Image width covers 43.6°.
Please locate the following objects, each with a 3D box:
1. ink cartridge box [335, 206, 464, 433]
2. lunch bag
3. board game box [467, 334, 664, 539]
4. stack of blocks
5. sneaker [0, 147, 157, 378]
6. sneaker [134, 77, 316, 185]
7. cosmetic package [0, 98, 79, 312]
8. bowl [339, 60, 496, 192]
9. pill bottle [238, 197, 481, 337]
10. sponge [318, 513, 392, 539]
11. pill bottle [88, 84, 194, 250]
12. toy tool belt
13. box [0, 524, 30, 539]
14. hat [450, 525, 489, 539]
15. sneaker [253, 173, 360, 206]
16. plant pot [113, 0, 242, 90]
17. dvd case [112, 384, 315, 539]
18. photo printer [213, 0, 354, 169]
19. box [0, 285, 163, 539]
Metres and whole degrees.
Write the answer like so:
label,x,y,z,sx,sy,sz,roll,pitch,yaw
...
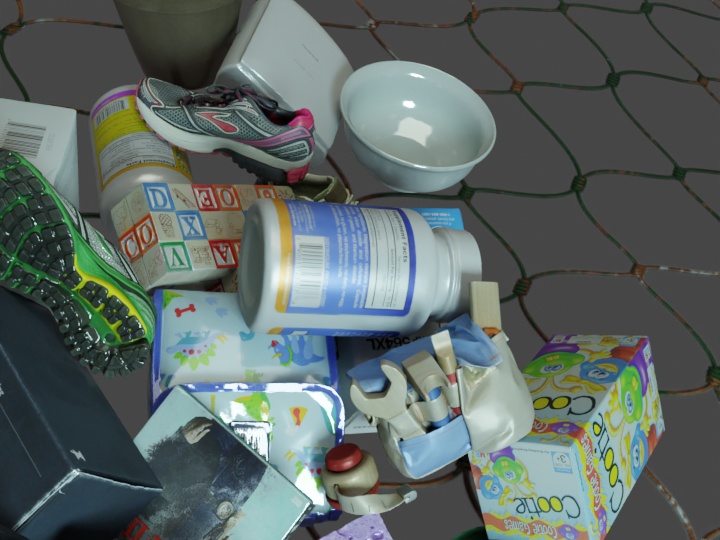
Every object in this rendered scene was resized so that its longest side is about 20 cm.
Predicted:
label,x,y,z,sx,sy,sz,roll,pitch,yaw
ink cartridge box,0.040,0.047,0.885,0.143,0.084,0.204,-1,66,-21
lunch bag,-0.104,0.124,0.794,0.166,0.128,0.204,2,58,-12
board game box,0.192,0.149,0.821,0.103,0.105,0.199,-3,21,37
stack of blocks,-0.133,-0.019,0.877,0.198,0.058,0.117,-4,70,-51
sneaker,-0.238,-0.009,0.719,0.077,0.202,0.085,-30,17,8
sneaker,-0.140,-0.164,0.946,0.196,0.076,0.081,18,36,-2
cosmetic package,-0.304,-0.040,0.823,0.079,0.202,0.114,7,43,-10
bowl,0.062,-0.162,1.117,0.196,0.091,0.204,9,46,-9
pill bottle,0.000,0.000,0.777,0.195,0.113,0.114,3,48,-21
sponge,0.016,0.298,0.686,0.110,0.030,0.202,-11,65,-46
pill bottle,-0.231,-0.097,0.962,0.102,0.105,0.203,-4,51,-20
toy tool belt,0.043,0.096,0.737,0.197,0.125,0.125,-24,17,-16
box,-0.313,0.207,0.548,0.196,0.051,0.161,14,77,23
hat,0.156,0.256,0.709,0.163,0.178,0.202,-14,54,-27
sneaker,-0.031,-0.058,0.996,0.197,0.091,0.068,23,45,4
plant pot,-0.220,-0.327,1.112,0.195,0.177,0.203,2,45,-2
dvd case,-0.150,0.213,0.688,0.145,0.022,0.201,37,83,12
photo printer,-0.086,-0.246,1.121,0.166,0.069,0.202,42,40,-25
box,-0.288,0.145,0.656,0.196,0.124,0.200,-43,64,2
